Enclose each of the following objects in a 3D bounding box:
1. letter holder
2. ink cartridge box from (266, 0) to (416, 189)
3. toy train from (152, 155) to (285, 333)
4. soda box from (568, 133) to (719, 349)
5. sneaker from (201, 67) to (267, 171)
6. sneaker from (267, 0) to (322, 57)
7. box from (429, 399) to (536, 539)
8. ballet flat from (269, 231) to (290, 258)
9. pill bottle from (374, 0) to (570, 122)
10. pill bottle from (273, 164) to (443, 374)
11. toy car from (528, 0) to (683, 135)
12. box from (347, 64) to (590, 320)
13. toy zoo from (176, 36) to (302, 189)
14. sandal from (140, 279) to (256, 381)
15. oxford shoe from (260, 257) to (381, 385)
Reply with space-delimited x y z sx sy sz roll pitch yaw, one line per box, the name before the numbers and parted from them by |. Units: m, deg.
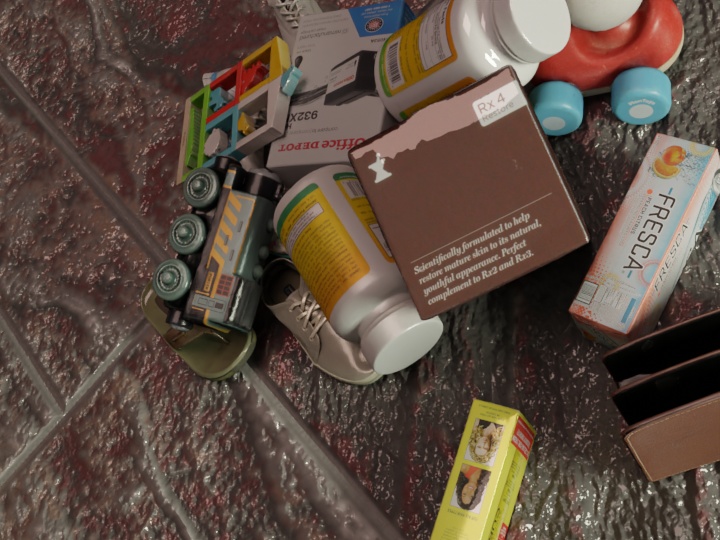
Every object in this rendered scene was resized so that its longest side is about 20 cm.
letter holder | 0.306 0.081 0.807 0.197 0.142 0.102 -22 57 16
ink cartridge box | -0.012 -0.191 1.110 0.143 0.084 0.204 -1 67 28
toy train | -0.151 -0.025 1.077 0.112 0.085 0.204 13 80 20
soda box | 0.273 -0.023 0.924 0.063 0.068 0.202 23 78 34
sneaker | -0.140 -0.194 1.228 0.085 0.075 0.202 -25 57 7
sneaker | -0.083 -0.326 1.262 0.073 0.071 0.202 -35 54 7
box | 0.103 0.226 0.885 0.049 0.075 0.203 10 70 28
ballet flat | -0.120 -0.058 1.141 0.197 0.075 0.065 12 113 31
pill bottle | 0.112 -0.222 0.982 0.199 0.110 0.113 -18 53 53
pill bottle | 0.000 0.000 1.001 0.112 0.113 0.201 -36 64 6
toy car | 0.228 -0.274 0.993 0.174 0.200 0.188 -4 63 26
box | 0.111 -0.067 0.919 0.164 0.200 0.167 -25 86 14
toy zoo | -0.140 -0.187 1.140 0.198 0.020 0.133 -25 52 35
sandal | -0.201 0.063 1.136 0.199 0.057 0.081 28 80 35
oxford shoe | -0.047 0.053 1.061 0.075 0.058 0.200 -46 56 -5
